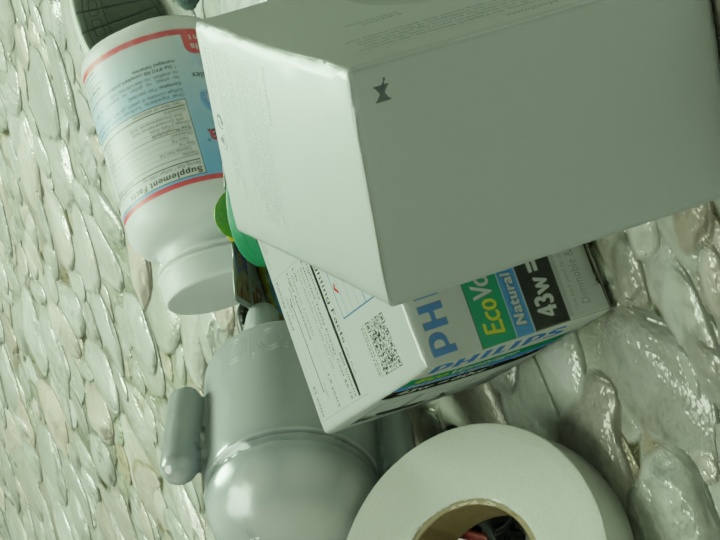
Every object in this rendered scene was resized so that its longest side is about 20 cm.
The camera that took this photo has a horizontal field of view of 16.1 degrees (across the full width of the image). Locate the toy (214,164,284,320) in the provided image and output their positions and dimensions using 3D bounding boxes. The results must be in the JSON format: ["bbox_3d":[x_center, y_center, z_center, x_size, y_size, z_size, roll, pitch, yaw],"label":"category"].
[{"bbox_3d":[-0.052,-0.019,1.765,0.200,0.047,0.116,39,-137,-72],"label":"toy"}]

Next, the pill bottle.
[{"bbox_3d":[-0.129,-0.075,1.863,0.109,0.108,0.201,123,132,-64],"label":"pill bottle"}]

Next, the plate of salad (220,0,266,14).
[{"bbox_3d":[-0.056,-0.229,1.636,0.200,0.048,0.202,-175,90,-79],"label":"plate of salad"}]

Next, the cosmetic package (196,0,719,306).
[{"bbox_3d":[0.051,-0.083,1.296,0.200,0.198,0.124,24,128,64],"label":"cosmetic package"}]

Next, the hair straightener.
[{"bbox_3d":[0.059,0.143,1.677,0.200,0.041,0.078,-167,62,-73],"label":"hair straightener"}]

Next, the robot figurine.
[{"bbox_3d":[-0.045,0.113,1.639,0.113,0.168,0.201,100,169,-45],"label":"robot figurine"}]

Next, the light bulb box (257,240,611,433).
[{"bbox_3d":[0.027,-0.028,1.506,0.200,0.124,0.200,70,158,7],"label":"light bulb box"}]

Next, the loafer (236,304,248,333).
[{"bbox_3d":[-0.036,0.110,1.877,0.071,0.072,0.201,104,149,-70],"label":"loafer"}]

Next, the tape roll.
[{"bbox_3d":[0.072,0.192,1.518,0.202,0.037,0.205,-14,66,35],"label":"tape roll"}]

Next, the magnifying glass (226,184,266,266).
[{"bbox_3d":[-0.051,-0.097,1.648,0.080,0.022,0.202,41,-128,-51],"label":"magnifying glass"}]

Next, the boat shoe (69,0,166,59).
[{"bbox_3d":[-0.174,-0.146,2.002,0.203,0.074,0.065,60,152,14],"label":"boat shoe"}]

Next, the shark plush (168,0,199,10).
[{"bbox_3d":[-0.124,-0.285,1.826,0.083,0.091,0.201,41,127,21],"label":"shark plush"}]
